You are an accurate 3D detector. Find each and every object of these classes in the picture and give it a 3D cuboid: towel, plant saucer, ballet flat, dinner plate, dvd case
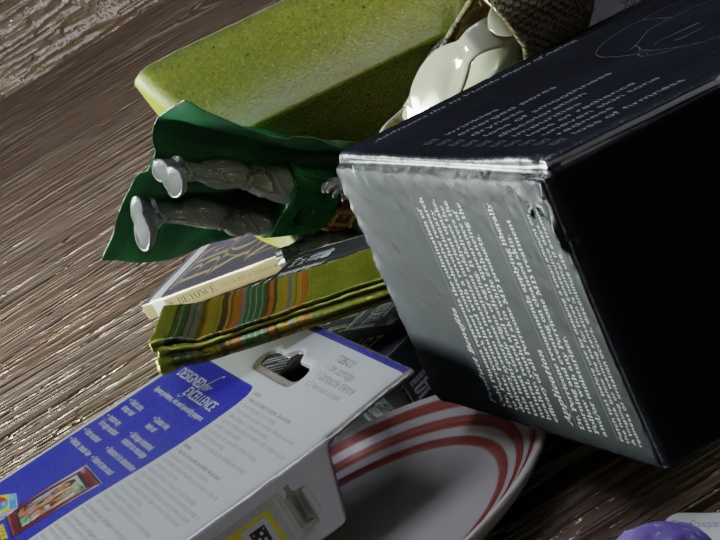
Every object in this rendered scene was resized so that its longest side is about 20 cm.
[{"bbox_3d":[0.000,0.000,1.003,0.200,0.018,0.086,-18,15,2],"label":"towel"},{"bbox_3d":[-0.001,-0.088,1.248,0.200,0.200,0.048,-25,58,6],"label":"plant saucer"},{"bbox_3d":[0.046,-0.078,0.993,0.075,0.068,0.200,-34,-16,-28],"label":"ballet flat"},{"bbox_3d":[-0.008,0.113,0.882,0.200,0.024,0.200,-28,15,8],"label":"dinner plate"},{"bbox_3d":[-0.036,-0.036,1.421,0.200,0.016,0.149,-20,19,37],"label":"dvd case"}]

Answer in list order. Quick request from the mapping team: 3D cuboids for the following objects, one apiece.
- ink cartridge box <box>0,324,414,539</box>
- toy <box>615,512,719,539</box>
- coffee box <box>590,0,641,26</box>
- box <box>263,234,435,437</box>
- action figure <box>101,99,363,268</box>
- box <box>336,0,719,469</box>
[{"bbox_3d":[-0.084,0.098,0.941,0.200,0.047,0.198,-33,18,-14],"label":"ink cartridge box"},{"bbox_3d":[0.068,0.120,0.664,0.200,0.047,0.115,-41,19,-30],"label":"toy"},{"bbox_3d":[0.163,-0.170,1.085,0.200,0.200,0.198,-30,10,8],"label":"coffee box"},{"bbox_3d":[-0.002,0.031,1.088,0.200,0.044,0.160,-16,22,45],"label":"box"},{"bbox_3d":[-0.033,-0.040,1.211,0.200,0.055,0.118,-1,-40,-37],"label":"action figure"},{"bbox_3d":[0.128,-0.032,0.847,0.200,0.124,0.197,-28,15,-17],"label":"box"}]
